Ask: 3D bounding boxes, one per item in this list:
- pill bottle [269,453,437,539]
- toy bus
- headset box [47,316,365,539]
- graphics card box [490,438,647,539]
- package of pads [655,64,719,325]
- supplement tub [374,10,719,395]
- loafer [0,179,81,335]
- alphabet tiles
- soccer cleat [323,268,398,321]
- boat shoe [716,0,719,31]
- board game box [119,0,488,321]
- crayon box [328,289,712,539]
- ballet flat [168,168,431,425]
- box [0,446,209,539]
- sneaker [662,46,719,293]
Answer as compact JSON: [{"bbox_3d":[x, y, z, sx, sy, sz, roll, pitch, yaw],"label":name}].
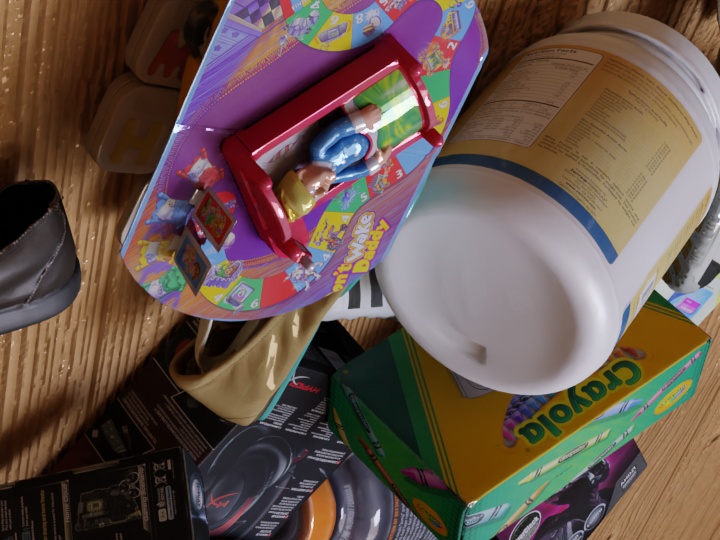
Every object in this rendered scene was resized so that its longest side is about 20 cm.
[{"bbox_3d":[0.006,0.146,1.312,0.200,0.106,0.106,-6,137,-50],"label":"pill bottle"},{"bbox_3d":[-0.021,-0.128,0.873,0.078,0.065,0.200,-1,125,-40],"label":"toy bus"},{"bbox_3d":[-0.091,0.113,1.165,0.200,0.075,0.149,-48,153,12],"label":"headset box"},{"bbox_3d":[0.119,0.127,1.296,0.126,0.051,0.200,-49,148,-10],"label":"graphics card box"},{"bbox_3d":[0.189,-0.040,1.262,0.154,0.068,0.200,27,112,-31],"label":"package of pads"},{"bbox_3d":[0.113,-0.042,1.080,0.200,0.144,0.145,-49,163,-40],"label":"supplement tub"},{"bbox_3d":[-0.213,0.002,0.857,0.200,0.073,0.072,-25,140,-40],"label":"loafer"},{"bbox_3d":[-0.038,-0.085,0.963,0.200,0.015,0.196,5,123,-43],"label":"alphabet tiles"},{"bbox_3d":[0.000,0.000,1.137,0.085,0.069,0.200,-38,151,11],"label":"soccer cleat"},{"bbox_3d":[0.244,-0.190,1.162,0.063,0.073,0.200,-43,154,-4],"label":"boat shoe"},{"bbox_3d":[-0.012,-0.048,0.868,0.158,0.039,0.200,4,123,-42],"label":"board game box"},{"bbox_3d":[0.094,0.067,1.138,0.200,0.119,0.058,-31,148,-28],"label":"crayon box"},{"bbox_3d":[-0.035,-0.001,0.993,0.063,0.069,0.200,24,116,-19],"label":"ballet flat"},{"bbox_3d":[-0.155,0.207,1.027,0.160,0.201,0.044,-13,152,5],"label":"box"},{"bbox_3d":[0.247,-0.069,1.170,0.087,0.076,0.201,10,117,-22],"label":"sneaker"}]
